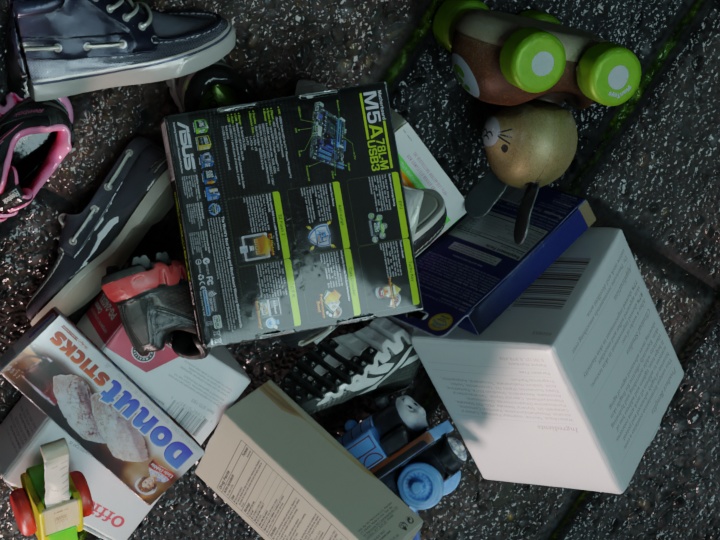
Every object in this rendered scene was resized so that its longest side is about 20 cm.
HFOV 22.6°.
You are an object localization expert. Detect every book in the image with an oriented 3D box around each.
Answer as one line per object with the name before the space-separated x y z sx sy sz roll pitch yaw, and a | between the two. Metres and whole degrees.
book | -0.006 -0.039 1.701 0.200 0.048 0.134 -41 124 -2

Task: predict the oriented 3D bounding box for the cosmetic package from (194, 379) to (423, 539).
cosmetic package | -0.049 0.208 1.664 0.071 0.200 0.105 -35 162 -43

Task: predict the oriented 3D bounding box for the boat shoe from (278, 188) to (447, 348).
boat shoe | 0.000 0.000 1.659 0.200 0.074 0.060 -36 127 0

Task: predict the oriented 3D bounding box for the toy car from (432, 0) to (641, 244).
toy car | 0.141 -0.132 1.652 0.158 0.164 0.200 6 107 -27

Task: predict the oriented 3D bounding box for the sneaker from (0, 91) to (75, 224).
sneaker | -0.312 -0.067 1.513 0.200 0.095 0.079 -49 125 3

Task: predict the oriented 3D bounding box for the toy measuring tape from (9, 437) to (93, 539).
toy measuring tape | -0.266 0.179 1.539 0.073 0.074 0.200 -17 148 -18

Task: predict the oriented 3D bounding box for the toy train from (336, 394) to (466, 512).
toy train | 0.006 0.202 1.741 0.200 0.087 0.114 -37 84 20

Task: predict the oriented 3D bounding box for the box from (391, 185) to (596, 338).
box | 0.114 -0.007 1.702 0.200 0.121 0.032 -42 124 -18

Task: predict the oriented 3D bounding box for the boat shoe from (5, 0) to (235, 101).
boat shoe | -0.203 -0.209 1.511 0.200 0.075 0.093 -16 124 -18

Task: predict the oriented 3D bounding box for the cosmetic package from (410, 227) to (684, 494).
cosmetic package | 0.184 0.085 1.740 0.167 0.166 0.200 -55 131 -36

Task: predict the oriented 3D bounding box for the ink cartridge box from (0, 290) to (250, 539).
ink cartridge box | -0.223 0.130 1.649 0.145 0.083 0.200 36 95 -32

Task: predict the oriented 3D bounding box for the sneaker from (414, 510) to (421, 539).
sneaker | 0.021 0.245 1.835 0.078 0.066 0.200 -8 115 -10

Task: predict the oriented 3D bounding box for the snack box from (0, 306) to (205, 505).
snack box | -0.226 0.121 1.580 0.072 0.024 0.200 -44 121 -3

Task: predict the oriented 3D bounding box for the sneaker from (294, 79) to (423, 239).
sneaker | -0.001 -0.078 1.608 0.115 0.074 0.200 -6 79 8

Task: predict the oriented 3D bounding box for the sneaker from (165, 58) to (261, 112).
sneaker | -0.107 -0.105 1.585 0.074 0.087 0.200 -28 113 -7

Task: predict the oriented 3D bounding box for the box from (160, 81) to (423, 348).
box | -0.057 -0.048 1.520 0.193 0.048 0.200 -11 92 -12

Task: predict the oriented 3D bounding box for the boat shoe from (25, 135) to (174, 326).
boat shoe | -0.235 -0.034 1.599 0.063 0.073 0.200 44 97 10

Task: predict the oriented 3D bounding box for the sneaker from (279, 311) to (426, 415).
sneaker | 0.009 0.095 1.742 0.200 0.066 0.091 -36 136 -23

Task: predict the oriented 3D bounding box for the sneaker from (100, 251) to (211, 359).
sneaker | -0.132 0.026 1.584 0.200 0.071 0.098 -13 87 -40
